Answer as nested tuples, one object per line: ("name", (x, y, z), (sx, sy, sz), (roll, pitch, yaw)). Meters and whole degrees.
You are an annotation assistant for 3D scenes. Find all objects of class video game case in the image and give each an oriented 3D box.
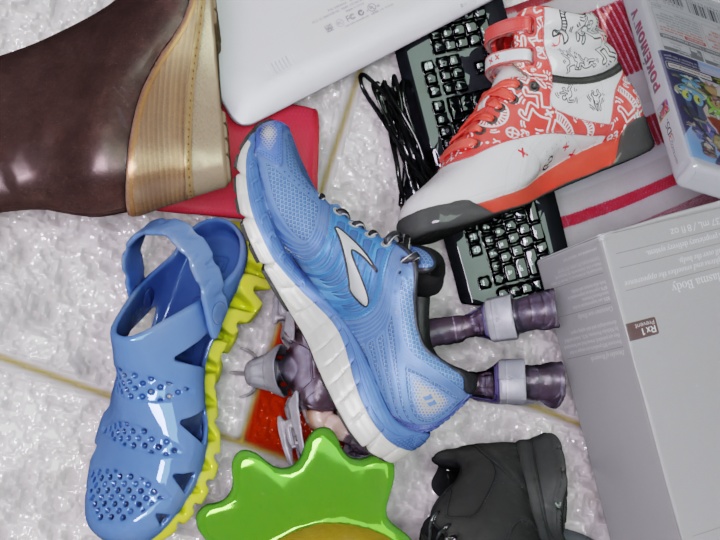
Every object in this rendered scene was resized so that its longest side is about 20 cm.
("video game case", (0.271, -0.100, 0.950), (0.198, 0.023, 0.183), (15, 45, -21))

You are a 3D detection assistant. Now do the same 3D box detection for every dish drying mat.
("dish drying mat", (-0.122, -0.073, 0.876), (0.198, 0.018, 0.078), (5, 79, -16))

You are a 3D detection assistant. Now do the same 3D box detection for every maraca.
("maraca", (-0.017, 0.190, 0.818), (0.136, 0.107, 0.202), (-16, 93, -8))

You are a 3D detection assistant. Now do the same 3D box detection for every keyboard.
("keyboard", (0.065, -0.075, 0.915), (0.103, 0.040, 0.202), (-15, 86, -5))

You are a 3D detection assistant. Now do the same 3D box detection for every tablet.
("tablet", (-0.021, -0.185, 0.910), (0.199, 0.014, 0.131), (-29, 81, -15))

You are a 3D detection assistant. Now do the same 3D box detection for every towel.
("towel", (0.164, -0.092, 0.970), (0.143, 0.023, 0.202), (-22, 89, -21))

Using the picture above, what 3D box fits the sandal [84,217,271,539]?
("sandal", (-0.114, 0.052, 0.815), (0.079, 0.087, 0.202), (3, 69, 28))

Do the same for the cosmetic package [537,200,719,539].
("cosmetic package", (0.191, 0.072, 0.892), (0.106, 0.090, 0.202), (-15, 84, -24))

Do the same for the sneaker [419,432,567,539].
("sneaker", (0.079, 0.168, 0.834), (0.090, 0.200, 0.077), (1, 117, -1))

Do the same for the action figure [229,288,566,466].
("action figure", (0.021, 0.057, 0.878), (0.198, 0.069, 0.132), (-4, 89, -4))

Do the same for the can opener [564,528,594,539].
("can opener", (0.183, 0.230, 0.910), (0.199, 0.053, 0.067), (35, 72, -10))

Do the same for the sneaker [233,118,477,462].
("sneaker", (0.000, 0.000, 0.814), (0.089, 0.079, 0.201), (-31, 81, 8))

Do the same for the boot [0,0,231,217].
("boot", (-0.161, -0.122, 0.827), (0.165, 0.072, 0.202), (-5, 66, -4))

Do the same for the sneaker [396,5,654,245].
("sneaker", (0.084, -0.092, 0.881), (0.200, 0.067, 0.109), (-23, 91, -32))
